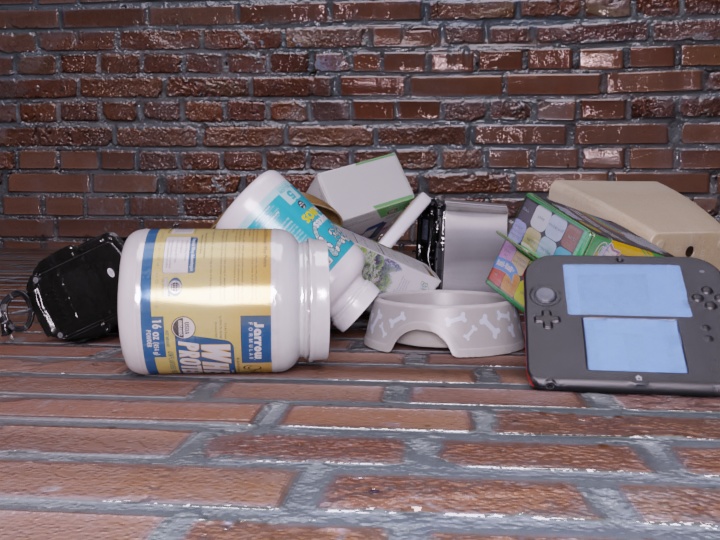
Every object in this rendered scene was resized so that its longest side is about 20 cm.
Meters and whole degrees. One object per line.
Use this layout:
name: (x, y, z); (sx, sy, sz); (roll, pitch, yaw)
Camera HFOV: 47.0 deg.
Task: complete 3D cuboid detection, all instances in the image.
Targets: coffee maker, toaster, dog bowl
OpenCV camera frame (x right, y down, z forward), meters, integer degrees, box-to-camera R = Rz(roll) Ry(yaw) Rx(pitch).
coffee maker: (-0.338, 0.015, 1.093); (0.190, 0.136, 0.200); (0, 4, 7)
toaster: (0.152, -0.025, 1.304); (0.117, 0.183, 0.200); (1, 4, -6)
dog bowl: (0.103, 0.061, 1.016); (0.198, 0.059, 0.200); (0, 5, 0)

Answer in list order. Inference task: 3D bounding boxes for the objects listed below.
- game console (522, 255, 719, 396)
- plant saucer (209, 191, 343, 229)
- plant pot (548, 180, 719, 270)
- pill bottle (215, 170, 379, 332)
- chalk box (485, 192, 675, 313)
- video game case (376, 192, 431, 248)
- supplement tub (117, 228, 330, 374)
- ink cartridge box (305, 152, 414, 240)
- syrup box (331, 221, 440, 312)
game console: (0.260, 0.049, 0.803); (0.198, 0.031, 0.178); (0, 38, 9)
plant saucer: (-0.125, -0.068, 1.192); (0.198, 0.036, 0.200); (-10, -19, -3)
plant pot: (0.378, -0.008, 1.126); (0.198, 0.202, 0.177); (-2, 16, -24)
pill bottle: (-0.071, -0.018, 1.005); (0.200, 0.111, 0.111); (43, 4, -3)
chalk box: (0.240, -0.002, 0.965); (0.199, 0.125, 0.124); (12, 19, -32)
video game case: (0.025, -0.028, 1.294); (0.023, 0.200, 0.182); (41, -9, -1)
supplement tub: (-0.133, 0.030, 0.834); (0.198, 0.146, 0.145); (-1, 5, -5)
ink cartridge box: (-0.022, -0.093, 1.340); (0.144, 0.088, 0.200); (-19, -11, -27)
syrup box: (0.000, 0.000, 1.122); (0.199, 0.079, 0.081); (23, 11, -16)
